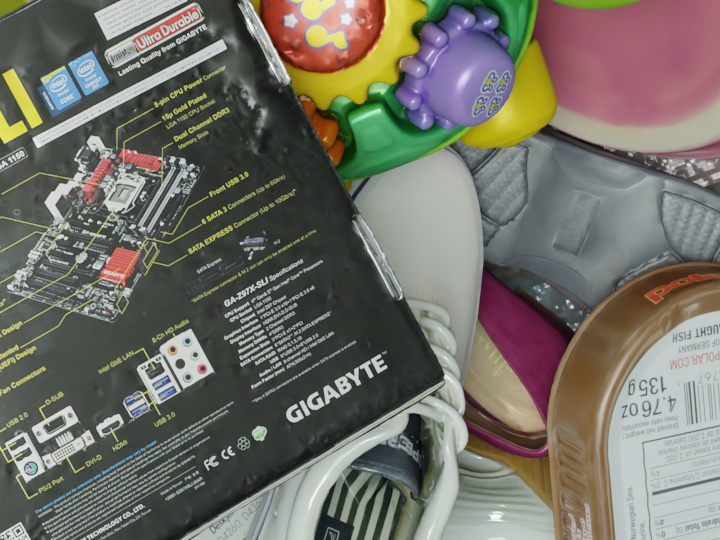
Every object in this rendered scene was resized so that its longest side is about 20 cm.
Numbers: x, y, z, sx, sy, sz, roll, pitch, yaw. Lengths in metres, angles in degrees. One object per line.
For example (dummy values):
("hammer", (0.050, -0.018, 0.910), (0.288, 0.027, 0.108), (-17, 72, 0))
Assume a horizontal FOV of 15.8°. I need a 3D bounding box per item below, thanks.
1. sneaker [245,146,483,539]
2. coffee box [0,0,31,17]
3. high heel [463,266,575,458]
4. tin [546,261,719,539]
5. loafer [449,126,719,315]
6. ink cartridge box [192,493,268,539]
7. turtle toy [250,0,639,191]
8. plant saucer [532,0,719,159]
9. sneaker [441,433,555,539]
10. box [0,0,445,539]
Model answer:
("sneaker", (0.012, 0.048, 0.889), (0.073, 0.071, 0.201), (18, 77, -28))
("coffee box", (-0.167, -0.050, 0.901), (0.197, 0.200, 0.200), (-25, 101, 31))
("high heel", (0.000, 0.000, 0.970), (0.200, 0.096, 0.068), (27, 107, 0))
("tin", (0.127, 0.098, 0.939), (0.112, 0.042, 0.201), (-10, 104, -15))
("loafer", (0.095, -0.016, 0.976), (0.200, 0.063, 0.072), (27, 108, -9))
("ink cartridge box", (-0.055, 0.105, 0.958), (0.116, 0.067, 0.200), (-16, 113, 54))
("turtle toy", (0.012, -0.097, 0.831), (0.200, 0.101, 0.146), (-20, 101, 8))
("plant saucer", (0.089, -0.116, 0.898), (0.200, 0.051, 0.201), (24, 140, 22))
("sneaker", (0.063, 0.104, 1.013), (0.199, 0.076, 0.088), (8, 127, 3))
("box", (-0.097, 0.012, 0.757), (0.200, 0.049, 0.160), (-31, 97, -13))
